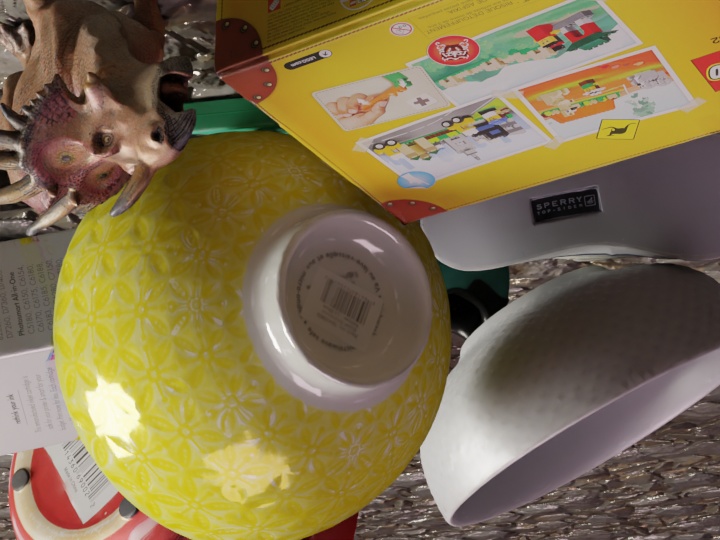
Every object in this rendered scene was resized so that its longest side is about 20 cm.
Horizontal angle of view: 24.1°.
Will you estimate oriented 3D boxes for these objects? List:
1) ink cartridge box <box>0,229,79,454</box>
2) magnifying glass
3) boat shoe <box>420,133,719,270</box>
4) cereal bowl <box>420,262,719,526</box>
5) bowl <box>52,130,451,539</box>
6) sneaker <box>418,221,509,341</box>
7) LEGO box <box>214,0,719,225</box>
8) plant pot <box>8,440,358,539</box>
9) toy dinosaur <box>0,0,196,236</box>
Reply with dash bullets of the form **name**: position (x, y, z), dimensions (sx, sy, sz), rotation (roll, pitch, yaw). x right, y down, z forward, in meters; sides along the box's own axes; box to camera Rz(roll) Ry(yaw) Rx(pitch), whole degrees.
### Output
- **ink cartridge box**: position (-0.168, 0.039, 0.878), dimensions (0.199, 0.068, 0.115), rotation (-11, 151, -10)
- **magnifying glass**: position (-0.039, -0.073, 0.841), dimensions (0.199, 0.023, 0.079), rotation (-17, 155, 31)
- **boat shoe**: position (0.132, -0.036, 0.911), dimensions (0.199, 0.071, 0.070), rotation (-9, -174, 6)
- **cereal bowl**: position (0.115, 0.056, 0.929), dimensions (0.199, 0.084, 0.200), rotation (-28, 164, -8)
- **bowl**: position (-0.028, 0.023, 0.770), dimensions (0.199, 0.201, 0.108), rotation (10, 164, -30)
- **sneaker**: position (0.000, 0.000, 0.948), dimensions (0.199, 0.080, 0.071), rotation (8, 157, -25)
- **LEGO box**: position (0.064, -0.103, 0.670), dimensions (0.199, 0.078, 0.149), rotation (-16, 150, 28)
- **plant pot**: position (-0.126, 0.150, 1.177), dimensions (0.200, 0.201, 0.182), rotation (-15, 148, 29)
- **toy dinosaur**: position (-0.120, -0.061, 0.703), dimensions (0.085, 0.136, 0.200), rotation (2, 159, -11)
